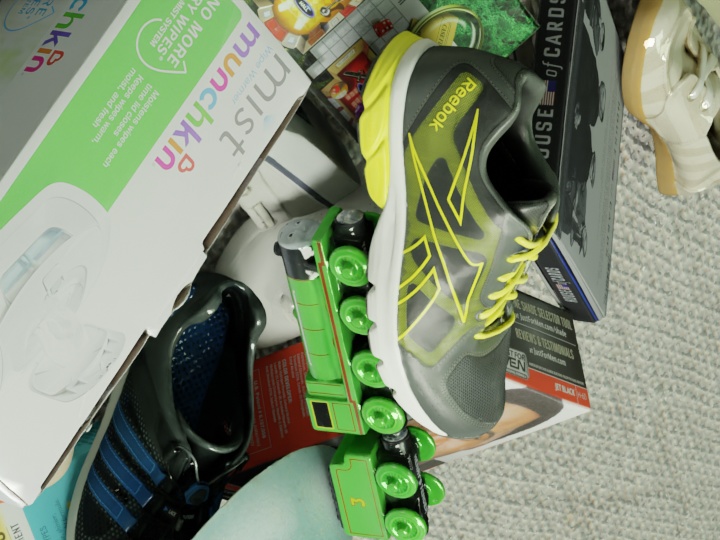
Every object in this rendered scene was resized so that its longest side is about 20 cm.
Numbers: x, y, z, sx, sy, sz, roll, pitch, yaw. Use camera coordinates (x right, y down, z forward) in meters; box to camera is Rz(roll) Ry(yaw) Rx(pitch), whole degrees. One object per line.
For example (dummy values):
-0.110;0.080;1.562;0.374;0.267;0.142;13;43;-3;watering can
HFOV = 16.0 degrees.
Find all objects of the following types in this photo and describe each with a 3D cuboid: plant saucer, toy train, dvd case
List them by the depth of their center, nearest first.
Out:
-0.001;0.053;1.257;0.042;0.056;0.201;-58;145;-47;toy train
-0.057;0.183;1.317;0.201;0.039;0.201;-46;157;-26;plant saucer
0.111;-0.067;1.323;0.200;0.025;0.151;50;46;-73;dvd case

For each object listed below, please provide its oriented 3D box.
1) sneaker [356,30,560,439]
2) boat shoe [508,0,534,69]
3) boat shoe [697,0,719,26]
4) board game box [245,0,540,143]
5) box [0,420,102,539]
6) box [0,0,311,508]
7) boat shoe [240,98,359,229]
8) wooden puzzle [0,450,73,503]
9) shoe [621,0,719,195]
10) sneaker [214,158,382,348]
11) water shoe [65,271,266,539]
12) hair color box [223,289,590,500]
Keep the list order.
0.051;-0.010;1.181;0.074;0.084;0.201;-40;129;-49;sneaker
0.036;-0.108;1.281;0.092;0.075;0.200;-24;137;-17;boat shoe
0.203;-0.180;1.388;0.201;0.073;0.063;33;64;-47;boat shoe
-0.008;-0.141;1.166;0.105;0.023;0.200;-44;130;2;board game box
-0.191;0.154;1.305;0.200;0.049;0.083;-27;103;-27;box
-0.146;-0.029;0.985;0.097;0.176;0.200;47;68;-36;box
-0.069;-0.070;1.188;0.066;0.072;0.200;-34;155;10;boat shoe
-0.207;0.068;1.137;0.199;0.037;0.185;-19;146;-25;wooden puzzle
0.186;-0.100;1.445;0.200;0.053;0.070;60;43;-63;shoe
0.000;0.000;1.294;0.075;0.089;0.200;22;135;-41;sneaker
-0.097;0.098;1.282;0.071;0.079;0.201;11;85;-26;water shoe
0.010;0.070;1.369;0.199;0.061;0.101;-23;155;29;hair color box
